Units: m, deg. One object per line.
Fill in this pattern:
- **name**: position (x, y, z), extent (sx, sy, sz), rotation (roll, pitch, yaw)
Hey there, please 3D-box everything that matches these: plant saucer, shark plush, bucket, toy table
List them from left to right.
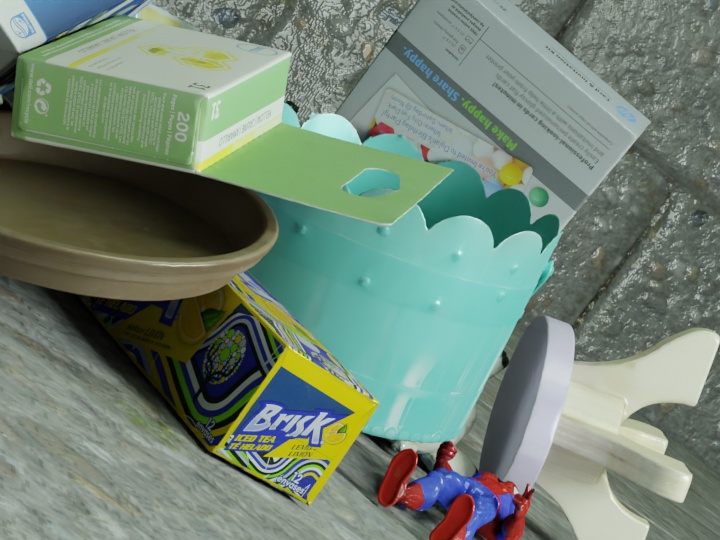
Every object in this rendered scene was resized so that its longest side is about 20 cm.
- **plant saucer**: position (-0.138, -0.031, 1.121), extent (0.199, 0.030, 0.200), rotation (13, 18, -4)
- **bucket**: position (0.000, 0.000, 1.330), extent (0.206, 0.136, 0.207), rotation (20, 12, -4)
- **shark plush**: position (0.011, 0.091, 1.480), extent (0.083, 0.092, 0.199), rotation (15, 12, 35)
- **toy table**: position (0.154, 0.108, 1.556), extent (0.116, 0.185, 0.200), rotation (20, 17, -2)

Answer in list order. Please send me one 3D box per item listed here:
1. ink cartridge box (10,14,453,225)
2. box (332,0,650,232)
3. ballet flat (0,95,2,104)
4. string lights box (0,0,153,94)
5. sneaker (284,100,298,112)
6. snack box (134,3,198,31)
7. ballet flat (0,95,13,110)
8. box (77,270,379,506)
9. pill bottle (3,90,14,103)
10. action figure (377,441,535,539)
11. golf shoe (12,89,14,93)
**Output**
- **ink cartridge box**: position (-0.059, -0.080, 1.187), extent (0.198, 0.048, 0.146), rotation (12, 17, 12)
- **box**: position (0.056, -0.064, 1.429), extent (0.156, 0.200, 0.041), rotation (41, 28, 5)
- **ballet flat**: position (-0.242, -0.108, 1.325), extent (0.072, 0.068, 0.200), rotation (41, 7, -2)
- **string lights box**: position (-0.175, -0.144, 1.253), extent (0.059, 0.103, 0.200), rotation (55, 35, -4)
- **sneaker**: position (-0.069, -0.053, 1.590), extent (0.200, 0.086, 0.081), rotation (88, -8, -69)
- **snack box**: position (-0.143, -0.109, 1.500), extent (0.037, 0.117, 0.200), rotation (6, 1, 6)
- **ballet flat**: position (-0.192, -0.072, 1.377), extent (0.066, 0.057, 0.200), rotation (34, 5, -43)
- **box**: position (-0.074, 0.033, 1.166), extent (0.070, 0.064, 0.200), rotation (33, 5, -38)
- **pill bottle**: position (-0.254, -0.174, 1.615), extent (0.200, 0.112, 0.111), rotation (35, 4, -29)
- **action figure**: position (0.064, 0.131, 1.346), extent (0.065, 0.052, 0.200), rotation (32, 1, 16)
- **golf shoe**: position (-0.188, -0.159, 1.548), extent (0.201, 0.077, 0.088), rotation (-73, 152, -48)
